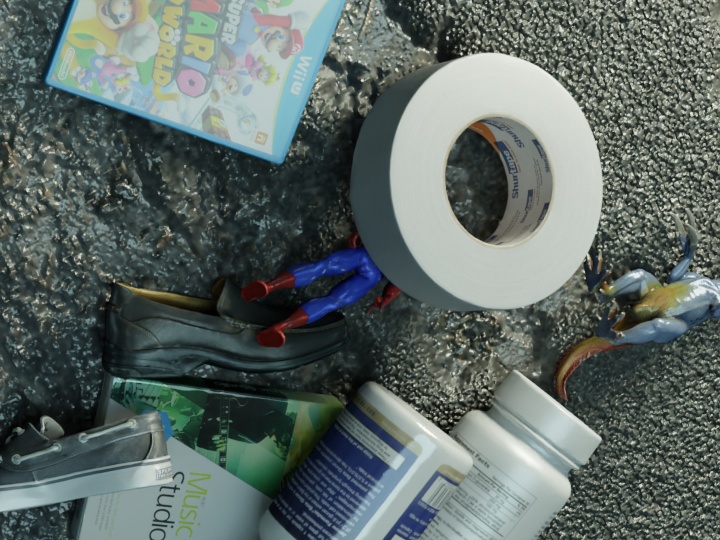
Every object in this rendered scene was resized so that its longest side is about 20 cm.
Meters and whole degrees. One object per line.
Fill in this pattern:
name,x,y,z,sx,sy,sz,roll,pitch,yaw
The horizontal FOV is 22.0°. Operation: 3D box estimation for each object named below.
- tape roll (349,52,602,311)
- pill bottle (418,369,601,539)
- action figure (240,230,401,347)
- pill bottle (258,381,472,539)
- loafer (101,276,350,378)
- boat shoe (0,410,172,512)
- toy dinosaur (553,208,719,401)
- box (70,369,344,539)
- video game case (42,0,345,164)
tape roll,0.092,-0.068,1.466,0.200,0.066,0.200,2,86,-30
pill bottle,0.104,0.190,1.555,0.113,0.113,0.200,38,91,-24
action figure,0.000,0.000,1.475,0.200,0.052,0.065,-27,98,-37
pill bottle,-0.011,0.197,1.483,0.111,0.111,0.200,38,90,-24
loafer,-0.104,0.041,1.467,0.200,0.073,0.072,-4,102,-19
boat shoe,-0.246,0.147,1.436,0.200,0.072,0.068,-11,86,12
toy dinosaur,0.276,0.018,1.604,0.181,0.105,0.200,2,143,-32
box,-0.124,0.161,1.513,0.200,0.036,0.144,8,103,-22
video game case,-0.126,-0.178,1.422,0.200,0.018,0.143,18,99,-22
